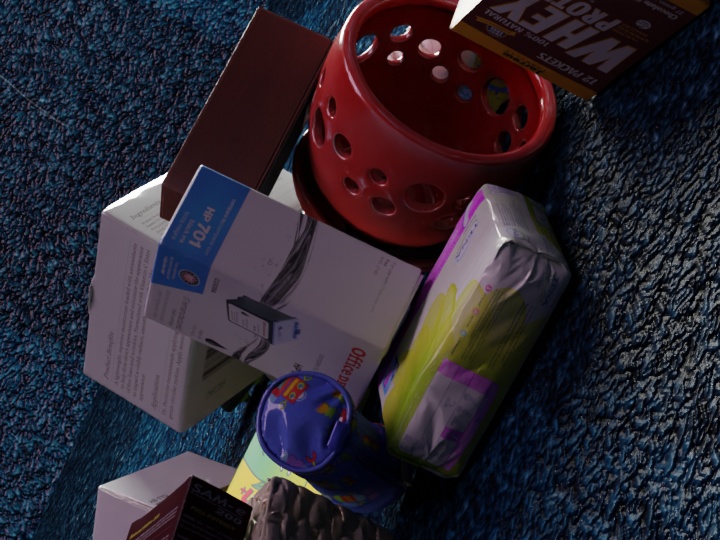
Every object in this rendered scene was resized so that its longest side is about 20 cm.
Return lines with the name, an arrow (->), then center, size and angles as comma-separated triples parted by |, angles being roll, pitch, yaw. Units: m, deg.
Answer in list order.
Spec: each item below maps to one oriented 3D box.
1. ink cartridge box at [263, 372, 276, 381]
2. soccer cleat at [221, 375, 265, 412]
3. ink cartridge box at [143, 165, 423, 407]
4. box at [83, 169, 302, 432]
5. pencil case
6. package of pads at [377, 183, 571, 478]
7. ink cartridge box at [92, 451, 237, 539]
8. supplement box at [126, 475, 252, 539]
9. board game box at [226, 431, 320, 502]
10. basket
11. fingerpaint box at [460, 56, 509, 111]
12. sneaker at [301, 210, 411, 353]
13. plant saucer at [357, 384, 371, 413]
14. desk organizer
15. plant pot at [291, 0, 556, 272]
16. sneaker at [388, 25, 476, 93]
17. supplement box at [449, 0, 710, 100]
ink cartridge box -> -0.017, 0.024, 1.821 | 0.200, 0.039, 0.099 | -47, 11, -16
soccer cleat -> -0.133, 0.069, 2.253 | 0.201, 0.081, 0.068 | -65, 13, -1
ink cartridge box -> -0.066, 0.018, 1.548 | 0.086, 0.199, 0.147 | -63, -2, -28
box -> -0.151, 0.012, 1.830 | 0.200, 0.130, 0.200 | -36, -33, -47
pencil case -> -0.015, 0.140, 1.491 | 0.078, 0.086, 0.200 | -69, -21, -11
package of pads -> 0.083, 0.045, 1.469 | 0.201, 0.068, 0.155 | -62, 12, 16
ink cartridge box -> -0.183, 0.287, 1.781 | 0.145, 0.083, 0.201 | -17, -60, -57
supplement box -> -0.152, 0.266, 1.419 | 0.109, 0.061, 0.201 | -40, 28, 47
board game box -> -0.076, 0.226, 1.699 | 0.101, 0.048, 0.201 | 31, 98, 38
basket -> -0.055, 0.278, 1.455 | 0.123, 0.135, 0.200 | -50, 20, 36
fingerpaint box -> 0.115, -0.228, 1.837 | 0.200, 0.073, 0.167 | -46, 23, 55
sneaker -> -0.006, 0.015, 1.732 | 0.200, 0.077, 0.076 | -121, 31, -43
plant saucer -> -0.052, 0.160, 1.842 | 0.200, 0.048, 0.200 | -65, 13, -2
desk organizer -> -0.097, -0.123, 1.641 | 0.072, 0.077, 0.201 | 107, -172, -66
plant pot -> 0.043, -0.113, 1.638 | 0.183, 0.200, 0.201 | -55, 16, 45
sneaker -> 0.027, -0.182, 1.740 | 0.200, 0.115, 0.074 | -60, 38, 43
supplement box -> 0.193, -0.277, 1.490 | 0.197, 0.132, 0.201 | -38, 30, 63
